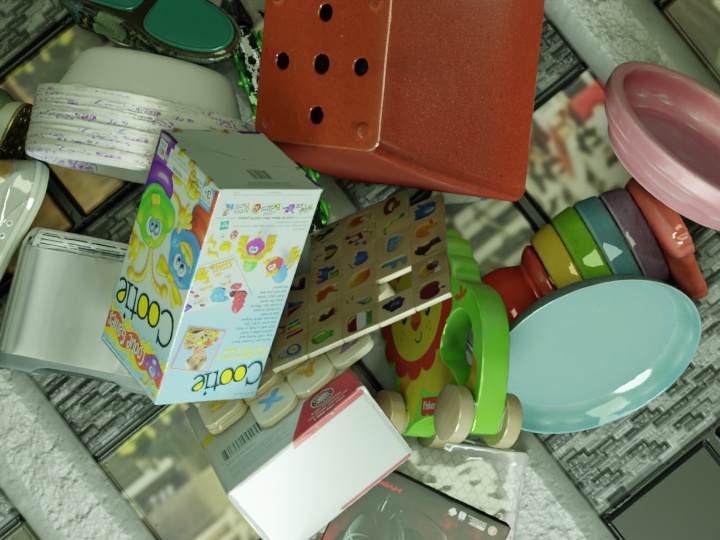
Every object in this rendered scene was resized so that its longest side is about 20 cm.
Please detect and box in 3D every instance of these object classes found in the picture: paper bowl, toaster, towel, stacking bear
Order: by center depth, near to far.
[{"bbox_3d":[-0.186,-0.131,1.651,0.199,0.201,0.105,12,88,2],"label":"paper bowl"},{"bbox_3d":[0.190,0.005,1.683,0.199,0.122,0.114,-28,54,2],"label":"stacking bear"},{"bbox_3d":[-0.241,0.039,1.691,0.199,0.114,0.130,10,84,4],"label":"toaster"},{"bbox_3d":[0.042,0.236,1.715,0.199,0.032,0.192,12,88,3],"label":"towel"}]

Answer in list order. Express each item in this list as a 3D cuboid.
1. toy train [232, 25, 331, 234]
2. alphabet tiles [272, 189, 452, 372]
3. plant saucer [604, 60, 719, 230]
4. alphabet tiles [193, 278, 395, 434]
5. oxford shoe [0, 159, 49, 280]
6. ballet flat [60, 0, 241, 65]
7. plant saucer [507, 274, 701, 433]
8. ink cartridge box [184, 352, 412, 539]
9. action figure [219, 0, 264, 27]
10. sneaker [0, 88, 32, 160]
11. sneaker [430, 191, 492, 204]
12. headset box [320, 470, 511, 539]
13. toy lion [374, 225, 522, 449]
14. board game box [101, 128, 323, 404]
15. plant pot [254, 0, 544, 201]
[{"bbox_3d":[-0.075,-0.126,1.721,0.042,0.056,0.201,-20,87,-6],"label":"toy train"},{"bbox_3d":[0.000,0.000,1.647,0.166,0.200,0.008,-24,118,14],"label":"alphabet tiles"},{"bbox_3d":[0.292,-0.102,1.659,0.200,0.201,0.051,36,119,2],"label":"plant saucer"},{"bbox_3d":[-0.062,0.063,1.650,0.200,0.196,0.015,-38,114,-1],"label":"alphabet tiles"},{"bbox_3d":[-0.342,-0.020,1.693,0.058,0.075,0.201,20,114,-24],"label":"oxford shoe"},{"bbox_3d":[-0.184,-0.220,1.702,0.199,0.074,0.075,28,88,26],"label":"ballet flat"},{"bbox_3d":[0.200,0.069,1.659,0.199,0.201,0.028,-20,49,0],"label":"plant saucer"},{"bbox_3d":[-0.057,0.137,1.633,0.145,0.200,0.084,-39,113,-1],"label":"ink cartridge box"},{"bbox_3d":[-0.095,-0.325,1.710,0.118,0.102,0.201,-1,89,13],"label":"action figure"},{"bbox_3d":[-0.379,-0.082,1.727,0.090,0.067,0.201,30,91,15],"label":"sneaker"},{"bbox_3d":[0.070,-0.153,1.714,0.086,0.075,0.201,-14,87,6],"label":"sneaker"},{"bbox_3d":[0.024,0.282,1.659,0.148,0.077,0.201,26,86,4],"label":"headset box"},{"bbox_3d":[0.071,0.056,1.640,0.068,0.200,0.193,8,82,-25],"label":"toy lion"},{"bbox_3d":[-0.125,-0.004,1.557,0.103,0.104,0.201,43,123,42],"label":"board game box"},{"bbox_3d":[0.020,-0.169,1.610,0.199,0.176,0.201,9,96,37],"label":"plant pot"}]
